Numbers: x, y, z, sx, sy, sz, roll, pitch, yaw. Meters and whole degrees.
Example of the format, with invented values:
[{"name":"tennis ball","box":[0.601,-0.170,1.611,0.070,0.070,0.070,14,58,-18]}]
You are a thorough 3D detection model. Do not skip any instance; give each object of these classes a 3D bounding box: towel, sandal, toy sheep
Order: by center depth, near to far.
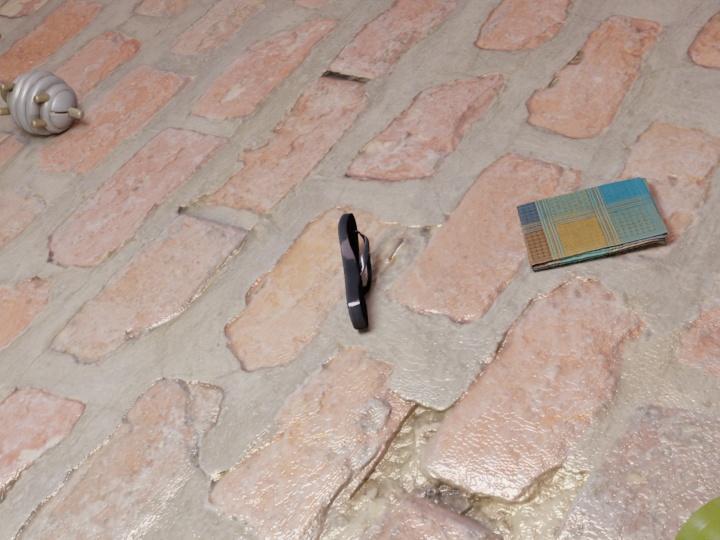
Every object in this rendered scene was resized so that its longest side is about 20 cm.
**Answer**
[{"name":"towel","box":[0.335,-0.069,1.595,0.197,0.022,0.148,-13,40,9]},{"name":"sandal","box":[0.000,0.001,1.604,0.042,0.077,0.202,-14,51,7]},{"name":"toy sheep","box":[-0.628,-0.328,2.152,0.198,0.139,0.138,24,54,20]}]

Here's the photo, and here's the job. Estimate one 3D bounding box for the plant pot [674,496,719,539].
[{"name":"plant pot","box":[0.398,0.315,1.034,0.198,0.203,0.193,-27,29,-10]}]
